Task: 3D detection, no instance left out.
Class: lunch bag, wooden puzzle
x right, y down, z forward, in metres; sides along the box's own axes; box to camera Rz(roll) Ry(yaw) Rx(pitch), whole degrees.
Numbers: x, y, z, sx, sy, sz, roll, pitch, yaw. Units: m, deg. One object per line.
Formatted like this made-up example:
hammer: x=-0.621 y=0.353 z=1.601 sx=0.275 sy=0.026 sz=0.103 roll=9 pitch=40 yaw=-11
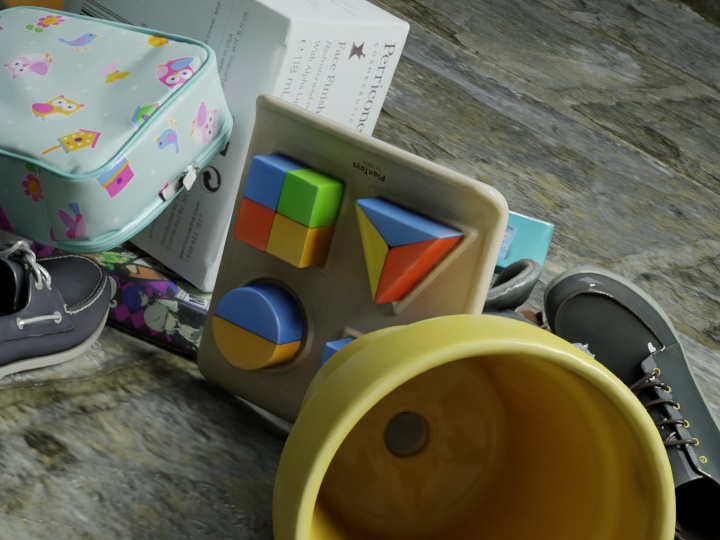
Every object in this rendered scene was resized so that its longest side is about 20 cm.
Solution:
lunch bag: x=-0.184 y=-0.094 z=1.240 sx=0.200 sy=0.077 sz=0.160 roll=17 pitch=46 yaw=30
wooden puzzle: x=-0.017 y=0.015 z=1.188 sx=0.185 sy=0.200 sz=0.046 roll=24 pitch=23 yaw=29

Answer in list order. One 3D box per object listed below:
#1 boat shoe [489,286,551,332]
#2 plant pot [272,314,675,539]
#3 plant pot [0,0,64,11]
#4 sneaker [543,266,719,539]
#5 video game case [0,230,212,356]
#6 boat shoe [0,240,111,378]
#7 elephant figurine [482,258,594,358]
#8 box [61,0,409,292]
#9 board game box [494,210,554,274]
boat shoe: x=0.104 y=0.060 z=1.418 sx=0.200 sy=0.072 sz=0.076 roll=39 pitch=25 yaw=31
plant pot: x=0.043 y=0.112 z=1.057 sx=0.200 sy=0.201 sz=0.189 roll=17 pitch=8 yaw=-16
plant pot: x=-0.280 y=-0.217 z=1.574 sx=0.200 sy=0.200 sz=0.183 roll=25 pitch=35 yaw=4
sneaker: x=0.196 y=0.090 z=1.343 sx=0.200 sy=0.075 sz=0.106 roll=51 pitch=16 yaw=-17
video game case: x=-0.162 y=-0.016 z=1.379 sx=0.181 sy=0.036 sz=0.200 roll=22 pitch=20 yaw=1
boat shoe: x=-0.205 y=0.017 z=1.185 sx=0.073 sy=0.063 sz=0.200 roll=29 pitch=25 yaw=16
elephant figurine: x=0.080 y=0.058 z=1.294 sx=0.155 sy=0.142 sz=0.200 roll=22 pitch=23 yaw=12
box: x=-0.104 y=-0.120 z=1.355 sx=0.200 sy=0.199 sz=0.131 roll=32 pitch=24 yaw=30
board game box: x=0.033 y=-0.045 z=1.575 sx=0.200 sy=0.047 sz=0.151 roll=17 pitch=-3 yaw=-18
